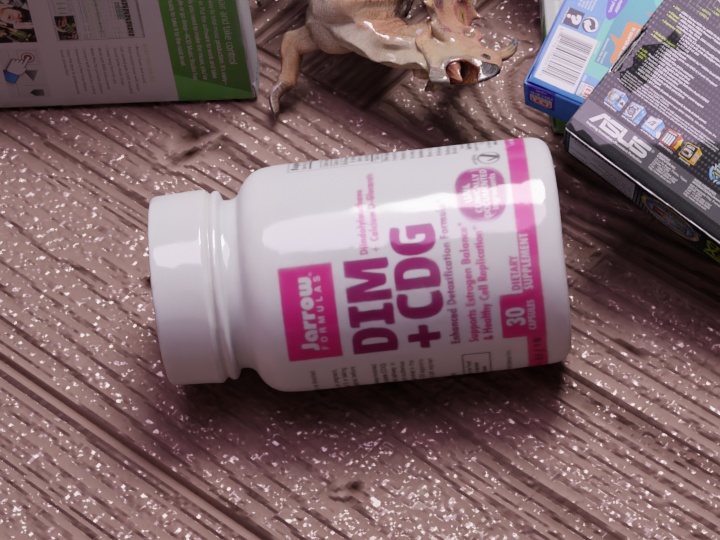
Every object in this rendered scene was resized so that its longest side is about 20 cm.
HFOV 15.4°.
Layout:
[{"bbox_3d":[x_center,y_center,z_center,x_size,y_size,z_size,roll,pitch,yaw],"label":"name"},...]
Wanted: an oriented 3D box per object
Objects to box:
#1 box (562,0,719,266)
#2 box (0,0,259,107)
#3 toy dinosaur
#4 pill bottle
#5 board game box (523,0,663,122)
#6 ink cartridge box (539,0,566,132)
[{"bbox_3d":[0.225,-0.068,1.316,0.200,0.044,0.160,37,82,9],"label":"box"},{"bbox_3d":[-0.161,-0.151,1.453,0.199,0.145,0.036,0,49,6],"label":"box"},{"bbox_3d":[0.006,-0.167,1.465,0.135,0.086,0.200,-10,67,-4],"label":"toy dinosaur"},{"bbox_3d":[0.000,0.000,1.316,0.199,0.114,0.114,-7,47,2],"label":"pill bottle"},{"bbox_3d":[0.205,-0.118,1.373,0.200,0.045,0.152,25,81,9],"label":"board game box"},{"bbox_3d":[0.198,-0.139,1.452,0.199,0.059,0.104,-4,47,4],"label":"ink cartridge box"}]
